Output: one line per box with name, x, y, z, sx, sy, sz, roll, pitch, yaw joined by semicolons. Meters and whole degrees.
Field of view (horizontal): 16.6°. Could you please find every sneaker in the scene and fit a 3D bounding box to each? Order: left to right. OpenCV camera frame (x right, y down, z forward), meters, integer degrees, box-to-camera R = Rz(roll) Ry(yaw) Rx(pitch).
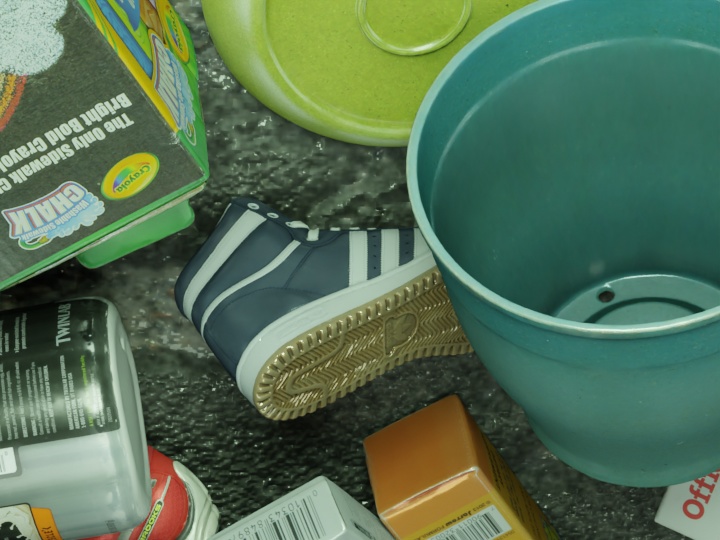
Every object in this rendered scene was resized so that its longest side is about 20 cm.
sneaker;-0.172;0.161;1.376;0.200;0.077;0.085;-34;106;15
sneaker;0.000;0.000;1.267;0.199;0.108;0.070;-21;134;-31

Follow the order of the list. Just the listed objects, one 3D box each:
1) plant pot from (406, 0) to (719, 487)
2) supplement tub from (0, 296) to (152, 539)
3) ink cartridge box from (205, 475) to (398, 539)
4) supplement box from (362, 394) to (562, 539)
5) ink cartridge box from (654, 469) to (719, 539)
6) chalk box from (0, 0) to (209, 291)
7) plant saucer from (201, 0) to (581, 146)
plant pot;0.133;-0.001;1.178;0.199;0.201;0.188;-12;143;2
supplement tub;-0.213;0.087;1.263;0.199;0.123;0.123;-10;130;0
ink cartridge box;-0.060;0.202;1.375;0.199;0.041;0.200;-30;151;10
supplement box;0.078;0.163;1.404;0.069;0.067;0.200;-27;128;10
ink cartridge box;0.274;0.103;1.316;0.199;0.084;0.146;23;127;11
chalk box;-0.150;-0.086;1.131;0.124;0.124;0.200;-25;129;11
plant saucer;0.024;-0.133;1.176;0.199;0.031;0.201;-4;129;-5
